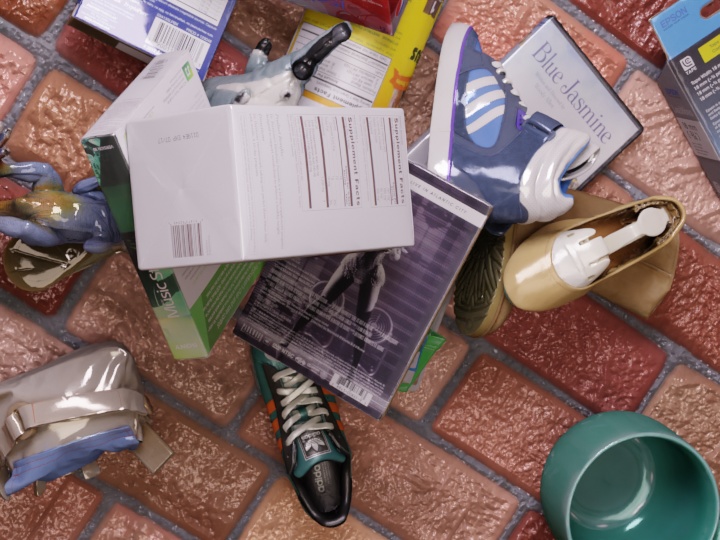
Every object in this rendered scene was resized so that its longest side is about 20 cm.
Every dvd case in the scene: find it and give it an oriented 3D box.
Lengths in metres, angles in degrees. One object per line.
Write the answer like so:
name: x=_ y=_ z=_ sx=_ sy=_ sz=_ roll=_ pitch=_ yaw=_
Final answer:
dvd case: x=0.000 y=0.000 z=1.253 sx=0.148 sy=0.016 sz=0.201 roll=29 pitch=99 yaw=12
dvd case: x=0.148 y=-0.115 z=1.397 sx=0.200 sy=0.018 sz=0.143 roll=-43 pitch=105 yaw=-1

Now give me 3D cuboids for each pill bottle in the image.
pill bottle: x=-0.007 y=-0.182 z=1.305 sx=0.108 sy=0.109 sz=0.202 roll=22 pitch=96 yaw=-15

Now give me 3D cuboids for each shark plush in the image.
shark plush: x=-0.092 y=-0.158 z=1.252 sx=0.090 sy=0.200 sz=0.084 roll=19 pitch=54 yaw=-28

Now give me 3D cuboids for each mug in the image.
mug: x=0.255 y=0.222 z=1.433 sx=0.152 sy=0.114 sz=0.186 roll=-36 pitch=106 yaw=-4

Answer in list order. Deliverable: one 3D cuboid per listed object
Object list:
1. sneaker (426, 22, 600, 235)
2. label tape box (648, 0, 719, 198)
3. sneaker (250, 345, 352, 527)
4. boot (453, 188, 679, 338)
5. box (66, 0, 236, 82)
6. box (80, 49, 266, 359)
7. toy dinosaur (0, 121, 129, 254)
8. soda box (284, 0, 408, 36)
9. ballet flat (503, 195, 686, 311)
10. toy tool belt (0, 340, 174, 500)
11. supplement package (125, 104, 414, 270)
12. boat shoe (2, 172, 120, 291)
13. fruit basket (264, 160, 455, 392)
sneaker: x=0.134 y=-0.124 z=1.308 sx=0.145 sy=0.201 sz=0.081 roll=7 pitch=144 yaw=3
label tape box: x=0.358 y=-0.184 z=1.403 sx=0.144 sy=0.063 sz=0.201 roll=-33 pitch=105 yaw=-4
sneaker: x=-0.046 y=0.138 z=1.371 sx=0.071 sy=0.080 sz=0.202 roll=-19 pitch=103 yaw=-7
boot: x=0.192 y=0.003 z=1.367 sx=0.199 sy=0.066 sz=0.177 roll=22 pitch=77 yaw=-27
box: x=-0.152 y=-0.269 z=1.278 sx=0.120 sy=0.032 sz=0.202 roll=25 pitch=75 yaw=-15
box: x=-0.141 y=-0.052 z=1.196 sx=0.036 sy=0.145 sz=0.201 roll=-7 pitch=119 yaw=25
toy dinosaur: x=-0.235 y=-0.056 z=1.262 sx=0.181 sy=0.199 sz=0.106 roll=25 pitch=65 yaw=-41
soda box: x=-0.055 y=-0.258 z=1.217 sx=0.198 sy=0.070 sz=0.064 roll=19 pitch=74 yaw=11
ballet flat: x=0.206 y=-0.024 z=1.310 sx=0.199 sy=0.063 sz=0.069 roll=-26 pitch=88 yaw=-35
toy tool belt: x=-0.271 y=0.149 z=1.308 sx=0.198 sy=0.125 sz=0.124 roll=-22 pitch=96 yaw=-6
supplement package: x=-0.063 y=-0.063 z=1.142 sx=0.199 sy=0.113 sz=0.111 roll=-6 pitch=92 yaw=-50
boat shoe: x=-0.219 y=-0.047 z=1.321 sx=0.200 sy=0.063 sz=0.073 roll=-36 pitch=92 yaw=-10
fruit basket: x=0.024 y=0.003 z=1.327 sx=0.184 sy=0.094 sz=0.201 roll=16 pitch=104 yaw=-41
